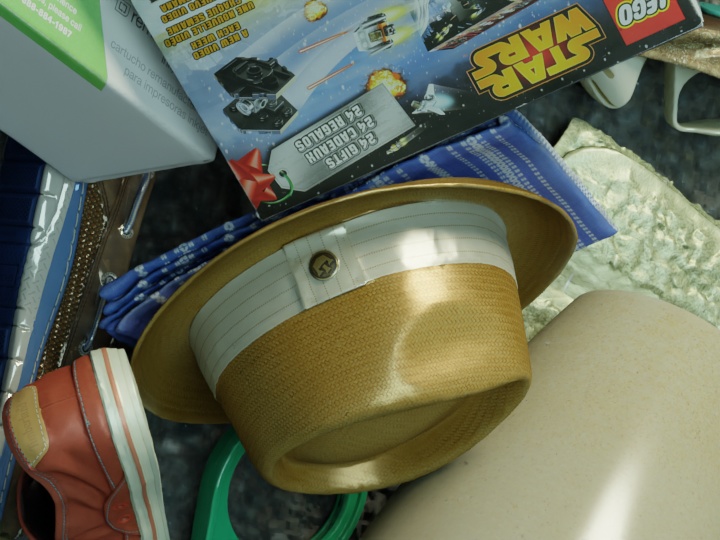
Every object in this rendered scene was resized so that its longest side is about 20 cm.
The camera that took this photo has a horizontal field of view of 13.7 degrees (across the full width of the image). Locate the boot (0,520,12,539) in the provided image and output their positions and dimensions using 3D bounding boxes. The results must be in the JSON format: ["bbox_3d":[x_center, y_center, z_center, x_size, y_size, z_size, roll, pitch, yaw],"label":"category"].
[{"bbox_3d":[-0.261,0.135,1.226,0.175,0.066,0.200,38,92,16],"label":"boot"}]

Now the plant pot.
[{"bbox_3d":[0.096,0.116,1.317,0.187,0.187,0.200,34,66,-17],"label":"plant pot"}]

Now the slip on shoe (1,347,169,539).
[{"bbox_3d":[-0.115,0.096,1.265,0.061,0.200,0.074,-15,63,-7],"label":"slip on shoe"}]

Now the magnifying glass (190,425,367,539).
[{"bbox_3d":[-0.064,0.147,1.356,0.080,0.022,0.200,36,81,-32],"label":"magnifying glass"}]

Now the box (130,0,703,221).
[{"bbox_3d":[0.017,-0.118,1.180,0.200,0.040,0.137,-23,117,14],"label":"box"}]

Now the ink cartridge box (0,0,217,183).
[{"bbox_3d":[-0.112,-0.160,1.245,0.145,0.084,0.201,36,57,-42],"label":"ink cartridge box"}]

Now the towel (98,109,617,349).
[{"bbox_3d":[0.000,0.000,1.288,0.200,0.145,0.024,-25,62,13],"label":"towel"}]

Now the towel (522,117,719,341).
[{"bbox_3d":[0.138,0.038,1.421,0.200,0.036,0.149,35,82,-17],"label":"towel"}]

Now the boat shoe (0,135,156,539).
[{"bbox_3d":[-0.129,0.026,1.307,0.072,0.072,0.201,13,91,-27],"label":"boat shoe"}]

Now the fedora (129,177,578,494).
[{"bbox_3d":[0.005,0.039,1.251,0.200,0.201,0.082,-12,64,-19],"label":"fedora"}]

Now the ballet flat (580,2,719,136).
[{"bbox_3d":[0.144,-0.101,1.405,0.199,0.071,0.065,15,101,-16],"label":"ballet flat"}]
